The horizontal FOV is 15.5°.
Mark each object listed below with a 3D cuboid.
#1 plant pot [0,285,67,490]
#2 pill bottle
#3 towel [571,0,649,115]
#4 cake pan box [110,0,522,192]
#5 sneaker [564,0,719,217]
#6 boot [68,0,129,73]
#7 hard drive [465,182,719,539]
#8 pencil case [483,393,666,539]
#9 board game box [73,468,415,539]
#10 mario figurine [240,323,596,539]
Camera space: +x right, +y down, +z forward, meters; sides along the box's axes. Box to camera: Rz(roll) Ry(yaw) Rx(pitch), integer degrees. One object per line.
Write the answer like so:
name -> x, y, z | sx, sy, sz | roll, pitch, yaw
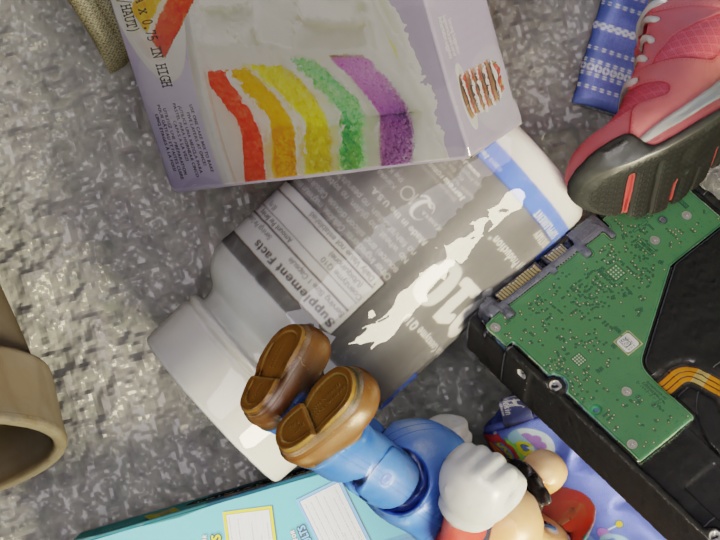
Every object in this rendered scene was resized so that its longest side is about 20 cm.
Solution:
plant pot -> -0.249, 0.018, 1.246 | 0.200, 0.200, 0.174 | -10, 74, -1
pill bottle -> 0.000, 0.000, 1.273 | 0.200, 0.114, 0.114 | -44, 91, 0
towel -> 0.203, -0.158, 1.320 | 0.145, 0.024, 0.200 | 18, 90, 0
cake pan box -> -0.035, -0.141, 1.193 | 0.184, 0.052, 0.200 | -4, 110, 36
sneaker -> 0.158, -0.100, 1.267 | 0.200, 0.074, 0.087 | -37, 71, -24
boot -> -0.108, -0.214, 1.292 | 0.155, 0.073, 0.200 | -28, 95, 0
hard drive -> 0.165, 0.054, 1.237 | 0.140, 0.038, 0.200 | -37, 67, -23
pencil case -> 0.137, 0.136, 1.292 | 0.078, 0.087, 0.200 | -31, 92, -34
board game box -> -0.025, 0.175, 1.307 | 0.200, 0.047, 0.151 | -16, 90, 0
mario figurine -> 0.044, 0.087, 1.200 | 0.106, 0.124, 0.200 | -28, 131, 28
